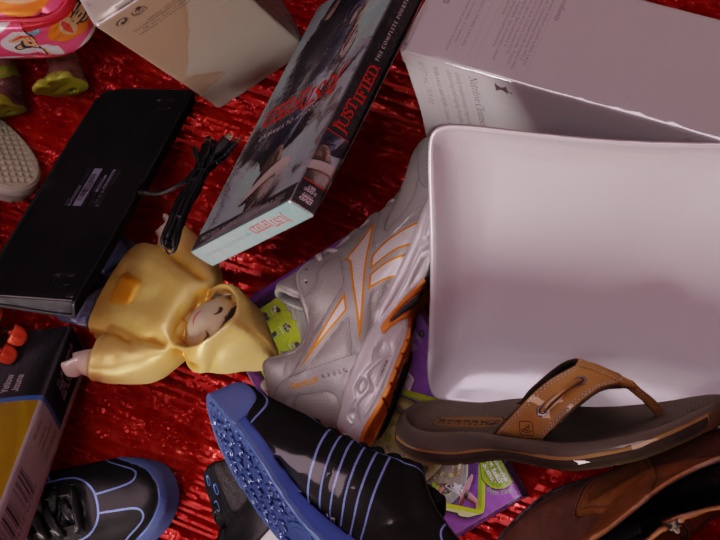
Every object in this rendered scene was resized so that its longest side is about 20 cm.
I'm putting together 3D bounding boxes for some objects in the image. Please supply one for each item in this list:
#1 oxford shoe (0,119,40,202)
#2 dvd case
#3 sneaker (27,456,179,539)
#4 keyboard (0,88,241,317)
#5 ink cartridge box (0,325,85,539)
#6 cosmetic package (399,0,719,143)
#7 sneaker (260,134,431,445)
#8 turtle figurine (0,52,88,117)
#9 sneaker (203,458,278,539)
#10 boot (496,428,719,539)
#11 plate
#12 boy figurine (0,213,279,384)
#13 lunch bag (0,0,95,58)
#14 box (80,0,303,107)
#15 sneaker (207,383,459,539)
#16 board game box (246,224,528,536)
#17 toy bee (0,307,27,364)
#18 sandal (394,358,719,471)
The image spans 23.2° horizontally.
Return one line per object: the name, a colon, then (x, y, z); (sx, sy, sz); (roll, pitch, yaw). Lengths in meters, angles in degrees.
oxford shoe: (-0.311, -0.089, 1.222); (0.199, 0.075, 0.058); (22, 124, 11)
dvd case: (-0.026, -0.103, 1.067); (0.022, 0.146, 0.201); (33, 66, -19)
sneaker: (-0.218, 0.169, 1.135); (0.199, 0.078, 0.070); (-20, 75, 13)
keyboard: (-0.151, -0.047, 1.128); (0.126, 0.021, 0.200); (4, 48, 23)
ink cartridge box: (-0.292, 0.123, 1.127); (0.199, 0.047, 0.198); (-7, 40, 14)
cosmetic package: (0.136, -0.107, 1.049); (0.199, 0.113, 0.081); (19, 69, 21)
sneaker: (0.000, 0.000, 1.065); (0.092, 0.076, 0.201); (18, 71, 8)
turtle figurine: (-0.251, -0.190, 1.214); (0.199, 0.064, 0.162); (-14, 82, 6)
sneaker: (-0.078, 0.182, 1.091); (0.200, 0.073, 0.112); (-44, 66, 16)
boot: (0.135, 0.153, 0.962); (0.188, 0.200, 0.069); (-26, 86, 10)
plate: (0.139, 0.000, 1.014); (0.199, 0.200, 0.032); (4, 37, 8)
boy figurine: (-0.140, 0.022, 1.120); (0.199, 0.065, 0.125); (25, 68, 34)
lunch bag: (-0.270, -0.228, 1.151); (0.199, 0.082, 0.177); (-4, 79, 5)
box: (-0.113, -0.180, 1.097); (0.078, 0.200, 0.095); (-33, 72, 9)
sneaker: (-0.006, 0.128, 0.994); (0.078, 0.070, 0.200); (-31, 59, -23)
board game box: (0.006, 0.084, 1.107); (0.120, 0.032, 0.201); (-32, 74, 14)
toy bee: (-0.273, 0.023, 1.137); (0.131, 0.108, 0.201); (-37, 42, 49)
sandal: (0.112, 0.078, 1.016); (0.199, 0.082, 0.055); (-1, 103, 28)
